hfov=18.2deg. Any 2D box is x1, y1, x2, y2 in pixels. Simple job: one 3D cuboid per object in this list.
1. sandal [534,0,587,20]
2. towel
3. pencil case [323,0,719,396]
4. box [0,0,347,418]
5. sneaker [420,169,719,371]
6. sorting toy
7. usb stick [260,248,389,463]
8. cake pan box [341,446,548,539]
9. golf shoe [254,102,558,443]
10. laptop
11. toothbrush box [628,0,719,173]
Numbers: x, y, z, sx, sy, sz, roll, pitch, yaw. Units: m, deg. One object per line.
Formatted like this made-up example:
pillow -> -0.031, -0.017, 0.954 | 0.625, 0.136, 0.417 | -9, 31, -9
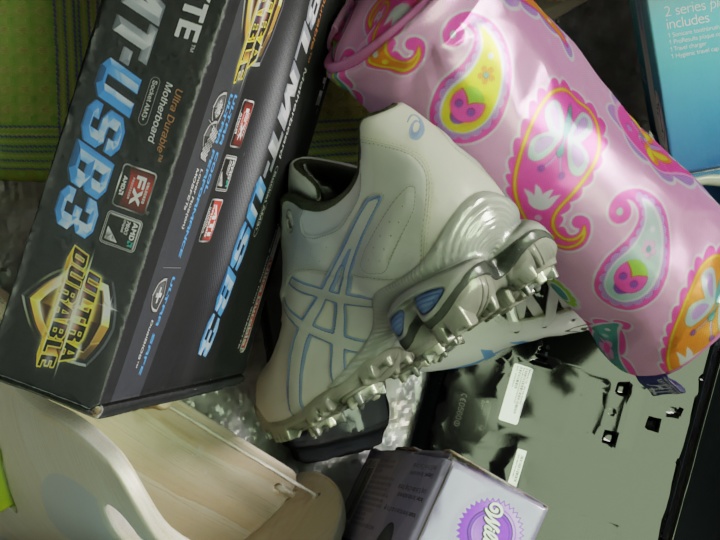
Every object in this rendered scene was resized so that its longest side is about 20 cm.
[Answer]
sandal -> 0.093, -0.135, 0.904 | 0.198, 0.055, 0.083 | -5, 101, 10
towel -> -0.056, -0.108, 0.935 | 0.198, 0.023, 0.145 | -4, 99, -12
pencil case -> 0.074, -0.043, 0.892 | 0.200, 0.087, 0.088 | 45, 74, -22
box -> -0.057, -0.052, 0.829 | 0.049, 0.198, 0.202 | 18, 93, 11
sneaker -> 0.098, -0.005, 0.988 | 0.198, 0.072, 0.073 | -17, 96, -12
sorting toy -> -0.083, 0.091, 0.875 | 0.199, 0.180, 0.107 | 34, 78, -26
usb stick -> -0.024, -0.018, 0.982 | 0.055, 0.033, 0.202 | -13, 100, -25
cake pan box -> -0.001, 0.165, 0.922 | 0.052, 0.200, 0.185 | 27, 81, -6
golf shoe -> 0.000, 0.000, 0.892 | 0.078, 0.200, 0.098 | -31, 84, -36
laptop -> 0.125, 0.072, 1.084 | 0.198, 0.103, 0.179 | 16, 85, -3
toothbrush box -> 0.157, -0.156, 0.995 | 0.084, 0.146, 0.202 | -9, 101, 5
